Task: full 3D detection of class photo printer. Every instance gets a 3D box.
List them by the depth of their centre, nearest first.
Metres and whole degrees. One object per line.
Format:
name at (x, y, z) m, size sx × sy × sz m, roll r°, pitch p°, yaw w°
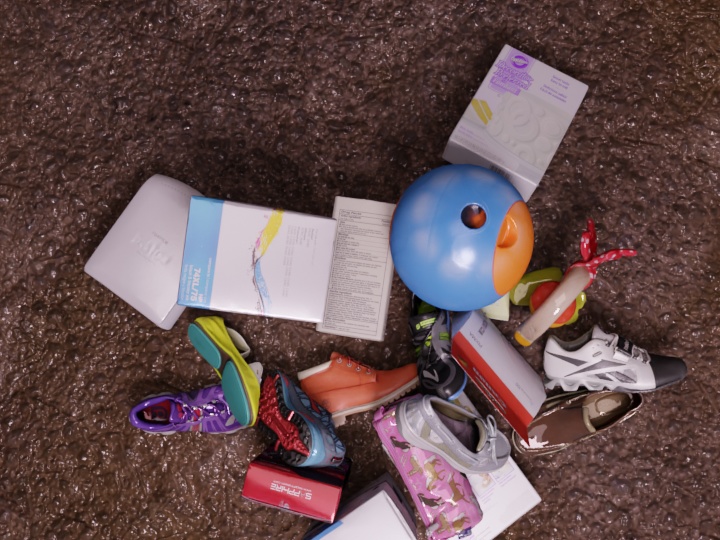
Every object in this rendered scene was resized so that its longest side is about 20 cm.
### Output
photo printer at (-0.303, -0.036, 1.101) m, size 0.166 × 0.069 × 0.201 m, roll 35°, pitch 86°, yaw 6°

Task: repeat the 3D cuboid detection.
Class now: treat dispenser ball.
treat dispenser ball at (0.138, -0.046, 0.985) m, size 0.198 × 0.201 × 0.203 m, roll 0°, pitch 83°, yaw 3°

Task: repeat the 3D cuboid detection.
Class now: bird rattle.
bird rattle at (0.290, 0.034, 1.001) m, size 0.113 × 0.200 × 0.163 m, roll 44°, pitch 59°, yaw 1°

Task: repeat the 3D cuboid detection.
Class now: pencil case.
pencil case at (0.091, 0.270, 0.982) m, size 0.082 × 0.086 × 0.201 m, roll -29°, pitch 81°, yaw 14°

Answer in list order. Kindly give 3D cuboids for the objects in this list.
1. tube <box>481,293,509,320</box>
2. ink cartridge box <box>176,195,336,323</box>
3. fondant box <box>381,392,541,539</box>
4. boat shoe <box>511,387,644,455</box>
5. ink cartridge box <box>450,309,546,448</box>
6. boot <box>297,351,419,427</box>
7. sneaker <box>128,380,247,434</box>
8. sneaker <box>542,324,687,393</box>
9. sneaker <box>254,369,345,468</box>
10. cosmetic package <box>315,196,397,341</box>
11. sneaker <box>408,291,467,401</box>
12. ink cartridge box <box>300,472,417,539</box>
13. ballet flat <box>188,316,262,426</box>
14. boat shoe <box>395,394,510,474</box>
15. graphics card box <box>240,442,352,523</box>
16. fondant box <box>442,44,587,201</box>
tube at (0.203, -0.027, 1.088) m, size 0.051 × 0.058 × 0.202 m, roll 10°, pitch 84°, yaw -11°
ink cartridge box at (-0.147, -0.016, 1.009) m, size 0.198 × 0.147 × 0.148 m, roll 8°, pitch 91°, yaw -11°
fondant box at (0.145, 0.293, 1.047) m, size 0.144 × 0.058 × 0.201 m, roll -36°, pitch 84°, yaw -2°
boat shoe at (0.317, 0.212, 1.039) m, size 0.201 × 0.075 × 0.075 m, roll -25°, pitch 83°, yaw 0°
ink cartridge box at (0.192, 0.133, 0.982) m, size 0.057 × 0.200 × 0.163 m, roll -41°, pitch 92°, yaw 8°
boot at (0.002, 0.162, 1.064) m, size 0.198 × 0.075 × 0.108 m, roll -20°, pitch 78°, yaw 1°
sneaker at (-0.246, 0.213, 1.062) m, size 0.198 × 0.083 × 0.082 m, roll -10°, pitch 83°, yaw -1°
sneaker at (0.362, 0.123, 1.019) m, size 0.198 × 0.074 × 0.090 m, roll -3°, pitch 103°, yaw 12°
sneaker at (-0.086, 0.217, 1.007) m, size 0.095 × 0.200 × 0.080 m, roll 25°, pitch 102°, yaw -34°
cosmetic package at (0.000, 0.000, 1.073) m, size 0.102 × 0.087 × 0.202 m, roll 9°, pitch 85°, yaw 6°
sneaker at (0.099, 0.103, 1.016) m, size 0.070 × 0.083 × 0.201 m, roll -24°, pitch 43°, yaw 17°
ink cartridge box at (-0.002, 0.360, 0.974) m, size 0.146 × 0.200 × 0.086 m, roll -33°, pitch 82°, yaw -2°
ballet flat at (-0.184, 0.139, 1.053) m, size 0.067 × 0.067 × 0.200 m, roll -11°, pitch 47°, yaw -39°
boat shoe at (0.136, 0.216, 0.950) m, size 0.201 × 0.065 × 0.075 m, roll 31°, pitch 45°, yaw -29°
graphics card box at (-0.081, 0.286, 0.987) m, size 0.124 × 0.200 × 0.051 m, roll 13°, pitch 85°, yaw 5°
fondant box at (0.233, -0.223, 1.071) m, size 0.143 × 0.058 × 0.201 m, roll 29°, pitch 68°, yaw 7°
